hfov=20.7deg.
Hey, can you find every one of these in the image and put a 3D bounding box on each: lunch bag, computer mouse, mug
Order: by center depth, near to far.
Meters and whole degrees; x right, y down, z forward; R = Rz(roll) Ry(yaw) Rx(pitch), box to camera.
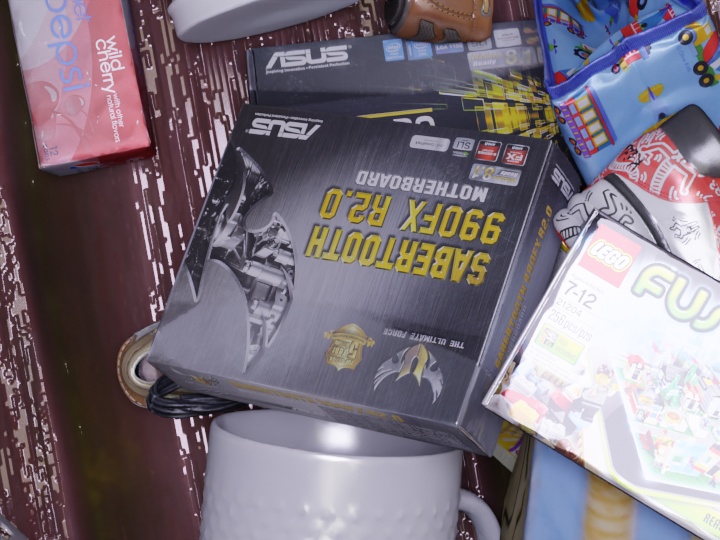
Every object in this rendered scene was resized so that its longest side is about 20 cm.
[{"bbox_3d":[0.147,-0.102,1.099,0.093,0.200,0.151,-28,120,5],"label":"lunch bag"},{"bbox_3d":[-0.024,0.076,1.119,0.198,0.059,0.034,1,126,-12],"label":"computer mouse"},{"bbox_3d":[0.000,0.180,1.140,0.198,0.147,0.177,2,96,-33],"label":"mug"}]

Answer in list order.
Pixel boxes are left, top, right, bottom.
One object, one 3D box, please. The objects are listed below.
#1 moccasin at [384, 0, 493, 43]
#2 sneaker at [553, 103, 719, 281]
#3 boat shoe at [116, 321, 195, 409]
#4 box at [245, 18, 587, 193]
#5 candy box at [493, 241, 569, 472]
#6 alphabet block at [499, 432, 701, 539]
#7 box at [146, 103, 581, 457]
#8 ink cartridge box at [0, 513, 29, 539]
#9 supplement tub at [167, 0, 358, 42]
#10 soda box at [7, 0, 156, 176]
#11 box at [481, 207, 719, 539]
[{"bbox_3d":[0.056,-0.234,1.177,0.077,0.074,0.204,4,69,-14],"label":"moccasin"},{"bbox_3d":[0.181,0.028,0.986,0.108,0.067,0.202,-36,87,9],"label":"sneaker"},{"bbox_3d":[-0.046,0.043,1.168,0.198,0.068,0.076,-17,89,-4],"label":"boat shoe"},{"bbox_3d":[0.037,-0.063,1.159,0.198,0.049,0.163,-5,60,-3],"label":"box"},{"bbox_3d":[0.104,0.047,1.116,0.102,0.200,0.026,40,56,3],"label":"candy box"},{"bbox_3d":[0.171,0.173,1.048,0.194,0.201,0.197,11,60,3],"label":"alphabet block"},{"bbox_3d":[0.000,0.000,1.040,0.198,0.048,0.160,10,70,32],"label":"box"},{"bbox_3d":[-0.172,0.229,1.129,0.067,0.117,0.200,-44,90,-5],"label":"ink cartridge box"},{"bbox_3d":[-0.073,-0.246,1.143,0.139,0.140,0.202,-15,88,-4],"label":"supplement tub"},{"bbox_3d":[-0.173,-0.161,1.172,0.069,0.063,0.202,-11,89,-3],"label":"soda box"},{"bbox_3d":[0.169,0.067,0.935,0.199,0.035,0.111,30,93,8],"label":"box"}]
